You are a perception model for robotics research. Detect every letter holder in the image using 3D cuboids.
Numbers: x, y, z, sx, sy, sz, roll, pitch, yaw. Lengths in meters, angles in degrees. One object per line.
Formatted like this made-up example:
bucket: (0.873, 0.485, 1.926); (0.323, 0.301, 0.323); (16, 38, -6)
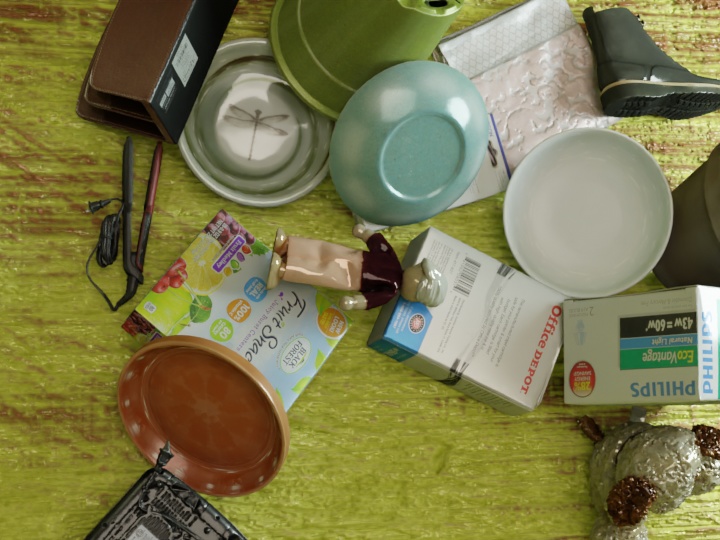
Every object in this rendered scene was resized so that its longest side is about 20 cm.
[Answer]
letter holder: (-0.244, -0.265, 1.566); (0.141, 0.101, 0.201); (16, 72, 17)

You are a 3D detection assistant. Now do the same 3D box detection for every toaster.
toaster: (-0.209, 0.316, 1.478); (0.181, 0.119, 0.200); (43, 75, -4)

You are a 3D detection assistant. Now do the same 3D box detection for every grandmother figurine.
grandmother figurine: (0.000, 0.000, 1.548); (0.198, 0.061, 0.122); (12, 61, -5)

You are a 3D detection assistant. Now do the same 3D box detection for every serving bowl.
serving bowl: (0.270, -0.065, 1.665); (0.198, 0.066, 0.202); (-1, 86, 10)

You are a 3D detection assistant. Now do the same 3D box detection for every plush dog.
plush dog: (0.332, 0.224, 1.604); (0.199, 0.172, 0.161); (-36, 89, -16)

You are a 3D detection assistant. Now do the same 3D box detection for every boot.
boot: (0.376, -0.267, 1.755); (0.199, 0.077, 0.139); (0, 68, -32)

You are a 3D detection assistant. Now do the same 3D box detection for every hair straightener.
hair straightener: (-0.274, -0.055, 1.580); (0.076, 0.041, 0.202); (9, 82, -12)

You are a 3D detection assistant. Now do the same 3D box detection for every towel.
towel: (0.210, -0.234, 1.734); (0.199, 0.032, 0.192); (-27, 87, -16)

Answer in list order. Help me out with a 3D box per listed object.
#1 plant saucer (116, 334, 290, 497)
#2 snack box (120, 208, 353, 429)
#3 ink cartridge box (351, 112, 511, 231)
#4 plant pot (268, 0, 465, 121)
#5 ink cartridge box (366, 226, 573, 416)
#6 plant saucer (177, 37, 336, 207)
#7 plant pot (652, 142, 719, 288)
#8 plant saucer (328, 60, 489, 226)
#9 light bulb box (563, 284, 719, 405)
plant saucer: (-0.166, 0.154, 1.498); (0.200, 0.200, 0.032); (39, 37, -4)
snack box: (-0.134, 0.060, 1.555); (0.200, 0.068, 0.169); (41, 58, -6)
ink cartridge box: (0.078, -0.115, 1.672); (0.199, 0.039, 0.100); (-16, 89, -15)
plant pot: (0.026, -0.294, 1.587); (0.199, 0.190, 0.202); (13, 63, -27)
ink cartridge box: (0.130, 0.062, 1.629); (0.199, 0.084, 0.147); (27, 74, -8)
plant saucer: (-0.121, -0.168, 1.628); (0.198, 0.050, 0.202); (3, 79, -13)
plant pot: (0.439, -0.050, 1.667); (0.199, 0.173, 0.202); (14, 64, -32)
plant saucer: (0.063, -0.135, 1.582); (0.199, 0.039, 0.202); (-11, 120, -19)
light bulb box: (0.366, 0.090, 1.589); (0.199, 0.197, 0.126); (6, 81, -40)
